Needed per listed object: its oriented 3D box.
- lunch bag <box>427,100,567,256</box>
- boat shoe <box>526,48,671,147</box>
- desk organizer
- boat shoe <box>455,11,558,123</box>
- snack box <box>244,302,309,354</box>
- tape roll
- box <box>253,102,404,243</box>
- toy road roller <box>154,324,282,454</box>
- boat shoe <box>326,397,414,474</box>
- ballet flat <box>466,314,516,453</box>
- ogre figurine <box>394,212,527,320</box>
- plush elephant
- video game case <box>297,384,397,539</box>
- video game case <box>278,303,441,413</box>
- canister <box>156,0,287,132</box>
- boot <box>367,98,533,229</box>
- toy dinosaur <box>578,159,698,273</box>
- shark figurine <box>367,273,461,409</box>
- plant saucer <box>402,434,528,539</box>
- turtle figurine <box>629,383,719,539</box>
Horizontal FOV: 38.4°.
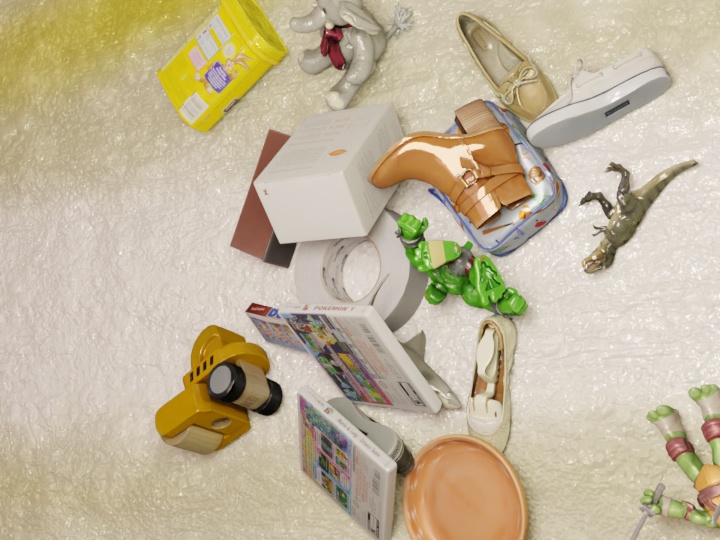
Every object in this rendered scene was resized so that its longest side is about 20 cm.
[{"bbox_3d":[0.182,-0.129,1.458,0.160,0.075,0.201,-42,66,21],"label":"lunch bag"},{"bbox_3d":[0.308,-0.243,1.396,0.201,0.075,0.087,-27,63,14],"label":"boat shoe"},{"bbox_3d":[-0.129,-0.114,1.637,0.077,0.071,0.202,21,93,33],"label":"desk organizer"},{"bbox_3d":[0.204,-0.290,1.473,0.073,0.063,0.202,-40,65,19],"label":"boat shoe"},{"bbox_3d":[-0.090,0.095,1.559,0.199,0.072,0.024,11,53,44],"label":"snack box"},{"bbox_3d":[0.000,0.000,1.548,0.198,0.066,0.203,-5,81,30],"label":"tape roll"},{"bbox_3d":[-0.035,-0.142,1.503,0.151,0.201,0.107,-3,125,30],"label":"box"},{"bbox_3d":[-0.229,0.181,1.628,0.199,0.123,0.147,-38,52,20],"label":"toy road roller"},{"bbox_3d":[0.003,0.246,1.504,0.071,0.064,0.199,-52,34,-11],"label":"boat shoe"},{"bbox_3d":[0.173,0.159,1.426,0.067,0.062,0.202,1,84,30],"label":"ballet flat"},{"bbox_3d":[0.131,0.001,1.417,0.198,0.120,0.099,16,80,-3],"label":"ogre figurine"},{"bbox_3d":[-0.032,-0.369,1.555,0.199,0.155,0.166,-36,46,14],"label":"plush elephant"},{"bbox_3d":[-0.021,0.279,1.469,0.182,0.024,0.201,38,146,29],"label":"video game case"},{"bbox_3d":[-0.001,0.122,1.449,0.181,0.201,0.023,0,45,45],"label":"video game case"},{"bbox_3d":[-0.234,-0.348,1.724,0.200,0.086,0.149,-41,65,20],"label":"canister"},{"bbox_3d":[0.120,-0.120,1.393,0.199,0.074,0.156,-30,77,12],"label":"boot"},{"bbox_3d":[0.347,-0.091,1.373,0.088,0.047,0.201,42,104,13],"label":"toy dinosaur"},{"bbox_3d":[0.060,0.103,1.480,0.090,0.215,0.128,-47,21,-26],"label":"shark figurine"},{"bbox_3d":[0.146,0.324,1.417,0.199,0.037,0.203,-1,89,39],"label":"plant saucer"},{"bbox_3d":[0.396,0.239,1.223,0.198,0.144,0.196,-2,56,-12],"label":"turtle figurine"}]
